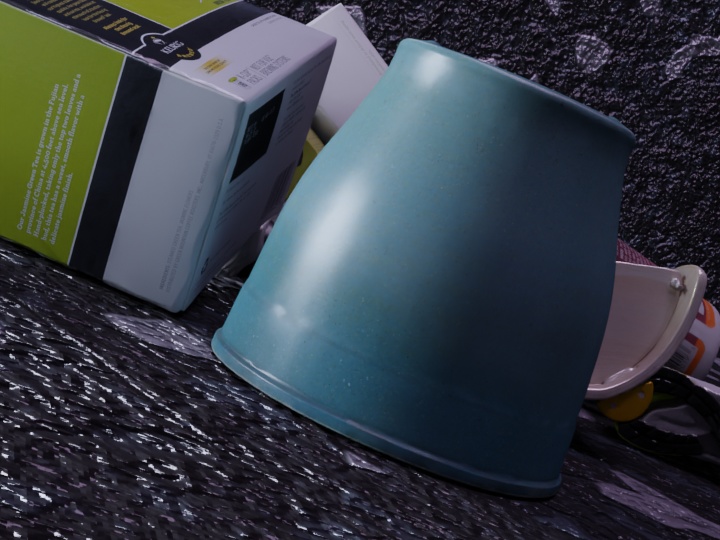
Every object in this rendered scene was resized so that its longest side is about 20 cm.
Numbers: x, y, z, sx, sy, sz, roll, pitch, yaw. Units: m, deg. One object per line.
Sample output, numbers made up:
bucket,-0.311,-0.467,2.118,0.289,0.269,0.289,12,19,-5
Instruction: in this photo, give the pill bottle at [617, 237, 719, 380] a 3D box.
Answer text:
pill bottle,0.197,0.027,1.208,0.199,0.115,0.114,33,2,-16

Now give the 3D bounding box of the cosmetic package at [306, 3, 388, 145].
cosmetic package,-0.049,-0.144,1.293,0.108,0.085,0.200,53,-27,-3

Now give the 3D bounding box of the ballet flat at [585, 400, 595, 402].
ballet flat,0.125,0.044,1.113,0.198,0.068,0.069,21,26,-24

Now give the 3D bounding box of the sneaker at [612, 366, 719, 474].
sneaker,0.273,0.119,1.049,0.198,0.074,0.081,25,2,4

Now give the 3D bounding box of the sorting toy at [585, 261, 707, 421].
sorting toy,0.104,0.045,0.978,0.198,0.108,0.180,7,-7,-14

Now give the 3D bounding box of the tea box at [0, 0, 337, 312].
tea box,-0.143,-0.099,0.856,0.195,0.135,0.200,24,22,6

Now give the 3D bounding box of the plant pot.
plant pot,0.047,-0.011,0.747,0.198,0.190,0.200,22,6,-2

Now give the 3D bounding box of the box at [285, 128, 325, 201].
box,-0.079,-0.124,1.181,0.201,0.050,0.075,52,10,-1

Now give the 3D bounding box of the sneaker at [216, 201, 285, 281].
sneaker,-0.077,-0.025,1.056,0.079,0.074,0.200,31,9,-16

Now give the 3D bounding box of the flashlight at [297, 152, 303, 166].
flashlight,-0.145,-0.093,0.998,0.198,0.069,0.068,-4,15,21
